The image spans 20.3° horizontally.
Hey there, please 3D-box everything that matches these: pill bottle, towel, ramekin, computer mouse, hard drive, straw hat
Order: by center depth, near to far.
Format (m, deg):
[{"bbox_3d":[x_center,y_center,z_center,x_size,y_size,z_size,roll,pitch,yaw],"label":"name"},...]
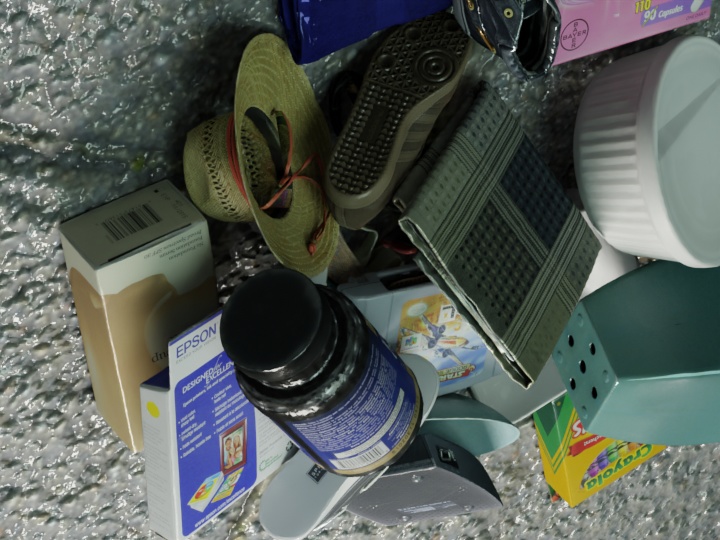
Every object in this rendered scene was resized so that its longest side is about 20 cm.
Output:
[{"bbox_3d":[0.023,-0.256,1.571,0.199,0.050,0.148,-23,140,-23],"label":"towel"},{"bbox_3d":[-0.092,-0.080,1.577,0.084,0.202,0.201,-8,141,21],"label":"straw hat"},{"bbox_3d":[-0.032,0.079,1.581,0.112,0.112,0.200,-42,146,-2],"label":"pill bottle"},{"bbox_3d":[0.114,-0.030,1.674,0.193,0.034,0.200,53,42,-19],"label":"towel"},{"bbox_3d":[0.029,-0.097,1.701,0.059,0.034,0.200,-43,136,-1],"label":"computer mouse"},{"bbox_3d":[0.267,-0.103,1.780,0.202,0.094,0.204,3,87,-53],"label":"ramekin"},{"bbox_3d":[0.045,0.195,1.861,0.134,0.043,0.200,-12,160,18],"label":"hard drive"}]

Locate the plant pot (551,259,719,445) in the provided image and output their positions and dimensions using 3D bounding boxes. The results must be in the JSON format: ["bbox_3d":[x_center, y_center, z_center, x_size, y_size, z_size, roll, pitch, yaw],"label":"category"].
[{"bbox_3d":[0.287,0.073,1.828,0.199,0.142,0.142,-8,147,-21],"label":"plant pot"}]

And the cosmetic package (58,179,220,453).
[{"bbox_3d":[-0.170,0.039,1.625,0.105,0.071,0.201,-26,134,-21],"label":"cosmetic package"}]

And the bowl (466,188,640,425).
[{"bbox_3d":[0.160,0.024,1.863,0.199,0.075,0.200,-33,136,-11],"label":"bowl"}]

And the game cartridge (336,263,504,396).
[{"bbox_3d":[0.065,0.050,1.736,0.199,0.042,0.134,-12,127,-24],"label":"game cartridge"}]

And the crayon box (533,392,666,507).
[{"bbox_3d":[0.243,0.154,2.042,0.126,0.051,0.201,-31,136,-15],"label":"crayon box"}]

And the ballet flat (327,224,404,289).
[{"bbox_3d":[0.000,0.000,1.732,0.067,0.068,0.200,-50,139,-5],"label":"ballet flat"}]

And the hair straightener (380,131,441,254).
[{"bbox_3d":[0.084,-0.085,1.707,0.200,0.041,0.077,-32,132,-44],"label":"hair straightener"}]

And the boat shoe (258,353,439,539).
[{"bbox_3d":[-0.004,0.151,1.712,0.200,0.072,0.068,-51,164,6],"label":"boat shoe"}]

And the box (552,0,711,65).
[{"bbox_3d":[0.203,-0.291,1.637,0.175,0.097,0.201,-18,131,-27],"label":"box"}]

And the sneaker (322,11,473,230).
[{"bbox_3d":[0.026,-0.122,1.640,0.201,0.070,0.076,-56,166,-23],"label":"sneaker"}]

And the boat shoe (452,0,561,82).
[{"bbox_3d":[0.110,-0.238,1.547,0.071,0.091,0.201,-32,142,-12],"label":"boat shoe"}]

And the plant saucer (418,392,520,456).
[{"bbox_3d":[0.045,0.142,1.835,0.199,0.039,0.201,-4,163,-1],"label":"plant saucer"}]

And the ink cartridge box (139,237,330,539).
[{"bbox_3d":[-0.100,0.091,1.635,0.197,0.047,0.201,-34,134,-42],"label":"ink cartridge box"}]
